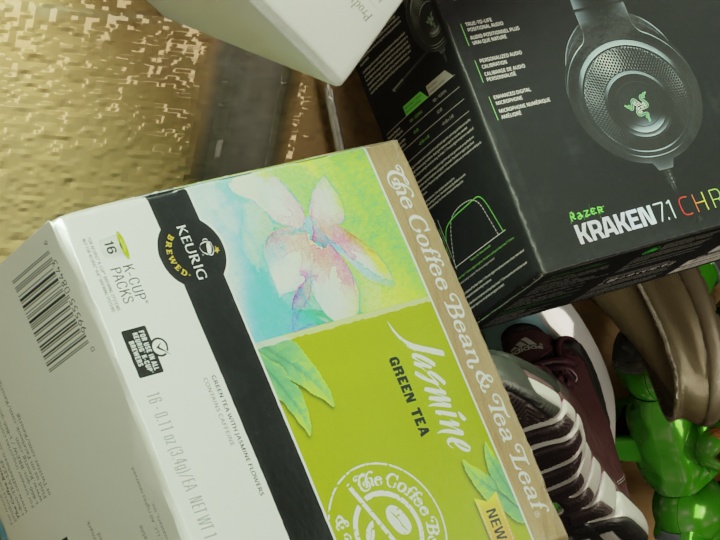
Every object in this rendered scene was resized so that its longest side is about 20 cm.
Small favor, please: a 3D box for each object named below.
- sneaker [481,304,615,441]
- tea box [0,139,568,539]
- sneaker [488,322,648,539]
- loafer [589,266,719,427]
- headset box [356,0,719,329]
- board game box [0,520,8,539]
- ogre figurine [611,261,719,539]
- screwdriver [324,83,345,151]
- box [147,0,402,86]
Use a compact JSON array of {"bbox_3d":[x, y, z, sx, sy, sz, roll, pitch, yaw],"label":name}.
[{"bbox_3d":[0.086,0.091,1.525,0.082,0.074,0.201,-32,122,-29],"label":"sneaker"},{"bbox_3d":[-0.050,0.072,1.267,0.196,0.133,0.201,-15,77,-40],"label":"tea box"},{"bbox_3d":[0.075,0.063,1.417,0.075,0.116,0.200,-19,144,13],"label":"sneaker"},{"bbox_3d":[0.129,-0.007,1.495,0.067,0.076,0.201,-22,80,-7],"label":"loafer"},{"bbox_3d":[0.101,-0.093,1.408,0.173,0.093,0.201,-14,77,-30],"label":"headset box"},{"bbox_3d":[-0.072,0.112,1.359,0.195,0.056,0.201,-3,71,-36],"label":"board game box"},{"bbox_3d":[0.189,0.075,1.589,0.120,0.098,0.201,-39,142,-41],"label":"ogre figurine"},{"bbox_3d":[0.000,0.000,1.458,0.029,0.028,0.201,-51,136,-48],"label":"screwdriver"},{"bbox_3d":[-0.023,-0.205,1.291,0.201,0.152,0.106,-54,129,-8],"label":"box"}]
